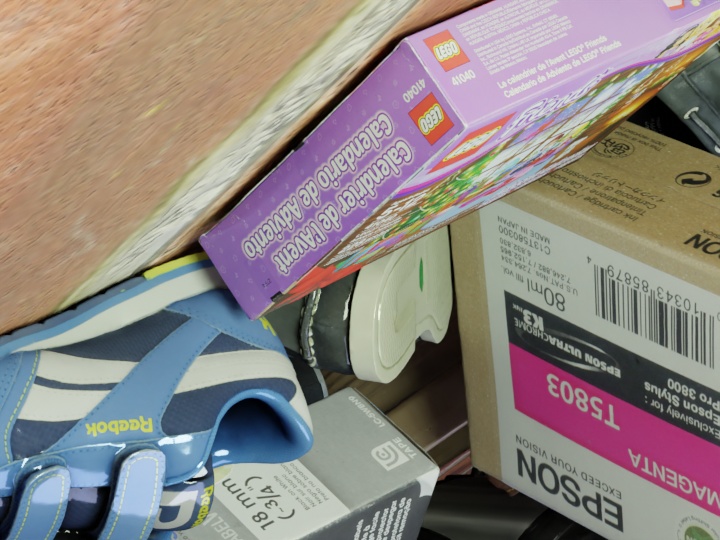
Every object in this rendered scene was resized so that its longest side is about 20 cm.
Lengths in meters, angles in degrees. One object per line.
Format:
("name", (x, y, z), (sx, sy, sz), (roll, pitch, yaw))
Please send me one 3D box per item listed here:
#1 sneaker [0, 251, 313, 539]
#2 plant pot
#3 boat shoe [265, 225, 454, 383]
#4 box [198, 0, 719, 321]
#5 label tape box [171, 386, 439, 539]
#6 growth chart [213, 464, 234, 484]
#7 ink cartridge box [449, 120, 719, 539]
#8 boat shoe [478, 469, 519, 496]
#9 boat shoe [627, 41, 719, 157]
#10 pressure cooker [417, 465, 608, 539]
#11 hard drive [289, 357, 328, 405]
("sneaker", (-0.098, 0.063, 0.893), (0.200, 0.082, 0.074), (-28, 163, -35))
("plant pot", (0.040, 0.039, 1.305), (0.201, 0.093, 0.201), (-34, 173, -5))
("boat shoe", (0.000, 0.000, 1.068), (0.068, 0.072, 0.200), (2, -171, 14))
("box", (0.051, -0.059, 0.934), (0.200, 0.039, 0.137), (-27, 169, -44))
("label tape box", (-0.073, 0.147, 1.052), (0.200, 0.063, 0.144), (-23, 143, -38))
("growth chart", (-0.117, 0.085, 0.988), (0.145, 0.018, 0.200), (-1, -162, 45))
("ink cartridge box", (0.131, 0.037, 1.065), (0.075, 0.200, 0.165), (-28, 127, -34))
("boat shoe", (0.133, 0.069, 1.275), (0.200, 0.068, 0.072), (-26, 169, -48))
("boat shoe", (0.143, -0.071, 1.117), (0.066, 0.075, 0.199), (-31, 172, -1))
("pressure cooker", (0.078, 0.195, 1.344), (0.176, 0.179, 0.200), (-35, -162, -31))
("hard drive", (-0.064, 0.140, 1.169), (0.135, 0.200, 0.042), (-18, -151, -40))
